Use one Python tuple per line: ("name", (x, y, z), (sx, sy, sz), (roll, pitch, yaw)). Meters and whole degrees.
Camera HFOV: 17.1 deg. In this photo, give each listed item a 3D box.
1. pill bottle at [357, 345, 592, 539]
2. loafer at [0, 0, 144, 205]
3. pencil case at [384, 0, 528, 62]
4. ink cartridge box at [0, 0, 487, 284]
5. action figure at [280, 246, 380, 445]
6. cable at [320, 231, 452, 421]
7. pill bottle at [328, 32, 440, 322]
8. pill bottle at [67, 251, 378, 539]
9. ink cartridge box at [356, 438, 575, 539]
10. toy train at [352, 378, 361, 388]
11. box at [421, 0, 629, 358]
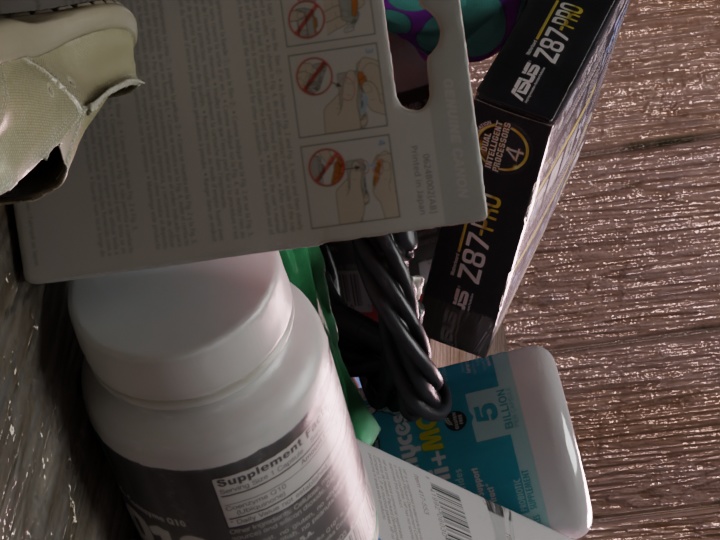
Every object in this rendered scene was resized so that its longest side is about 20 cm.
("pill bottle", (0.022, 0.117, 1.332), (0.111, 0.199, 0.111), (-15, 90, -87))
("loafer", (-0.132, -0.058, 0.870), (0.200, 0.075, 0.069), (-31, 115, -72))
("pencil case", (-0.003, -0.161, 1.232), (0.199, 0.085, 0.093), (9, 102, -44))
("ink cartridge box", (-0.052, -0.086, 0.989), (0.047, 0.199, 0.161), (-22, 105, -79))
("action figure", (-0.050, 0.034, 1.196), (0.055, 0.118, 0.201), (39, -31, 36))
("cable", (0.000, 0.000, 1.262), (0.164, 0.051, 0.200), (67, -14, -9))
("pill bottle", (0.009, -0.073, 1.379), (0.114, 0.113, 0.201), (-73, 154, -73))
("pill bottle", (-0.062, 0.069, 1.096), (0.201, 0.112, 0.113), (75, 11, -45))
("ink cartridge box", (0.054, 0.192, 1.229), (0.200, 0.086, 0.147), (29, 31, -33))
("toy train", (-0.028, 0.092, 1.474), (0.200, 0.086, 0.115), (63, 11, -62))
("box", (0.093, -0.075, 1.294), (0.200, 0.049, 0.162), (-61, 166, -49))
